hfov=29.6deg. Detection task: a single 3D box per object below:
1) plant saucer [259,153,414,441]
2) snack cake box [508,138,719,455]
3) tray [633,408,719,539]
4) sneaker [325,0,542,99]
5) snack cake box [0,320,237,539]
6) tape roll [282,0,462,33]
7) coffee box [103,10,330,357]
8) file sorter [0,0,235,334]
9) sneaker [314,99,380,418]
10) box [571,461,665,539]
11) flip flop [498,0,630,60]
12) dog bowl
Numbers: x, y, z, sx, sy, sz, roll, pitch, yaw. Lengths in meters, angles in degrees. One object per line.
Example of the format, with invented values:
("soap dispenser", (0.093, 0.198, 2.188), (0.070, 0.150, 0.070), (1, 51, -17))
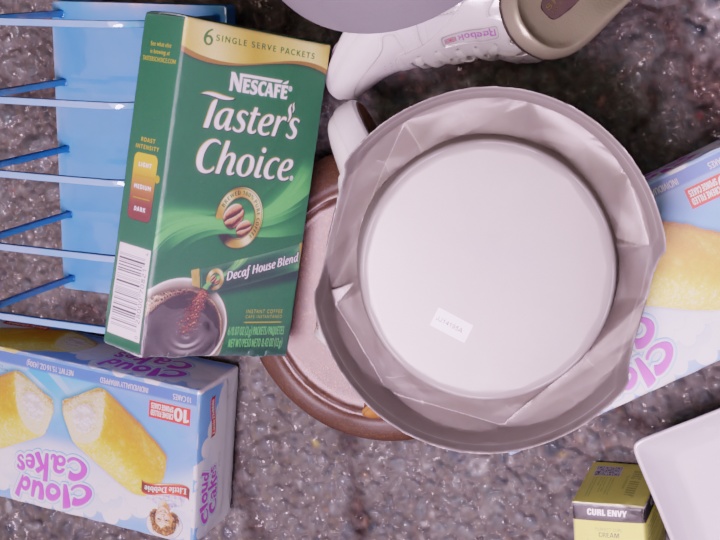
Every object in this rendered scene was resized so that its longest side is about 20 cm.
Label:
("plant saucer", (0.014, 0.019, 0.901), (0.197, 0.034, 0.204), (2, 101, 9))
("snack cake box", (0.156, 0.015, 0.827), (0.198, 0.067, 0.116), (-26, 93, 10))
("tray", (0.278, 0.117, 0.837), (0.198, 0.022, 0.109), (-23, 94, 11))
("sneaker", (0.064, -0.154, 0.837), (0.199, 0.075, 0.100), (-34, 89, 23))
("snack cake box", (-0.192, 0.113, 0.988), (0.197, 0.067, 0.117), (10, 105, 18))
("tape roll", (0.007, -0.246, 0.799), (0.197, 0.066, 0.204), (-6, 75, 23))
("coffee box", (-0.086, -0.049, 0.833), (0.044, 0.122, 0.203), (14, 97, 44))
("file sorter", (-0.168, -0.069, 0.888), (0.137, 0.122, 0.203), (6, 105, 23))
("sneaker", (0.000, 0.000, 0.844), (0.083, 0.073, 0.203), (-16, 98, 9))
("box", (0.172, 0.234, 0.891), (0.049, 0.075, 0.203), (0, 104, 21))
("flip flop", (0.154, -0.205, 0.771), (0.081, 0.058, 0.200), (42, 82, -5))
("dog bowl", (0.071, -0.002, 0.769), (0.197, 0.059, 0.204), (1, 99, 6))
